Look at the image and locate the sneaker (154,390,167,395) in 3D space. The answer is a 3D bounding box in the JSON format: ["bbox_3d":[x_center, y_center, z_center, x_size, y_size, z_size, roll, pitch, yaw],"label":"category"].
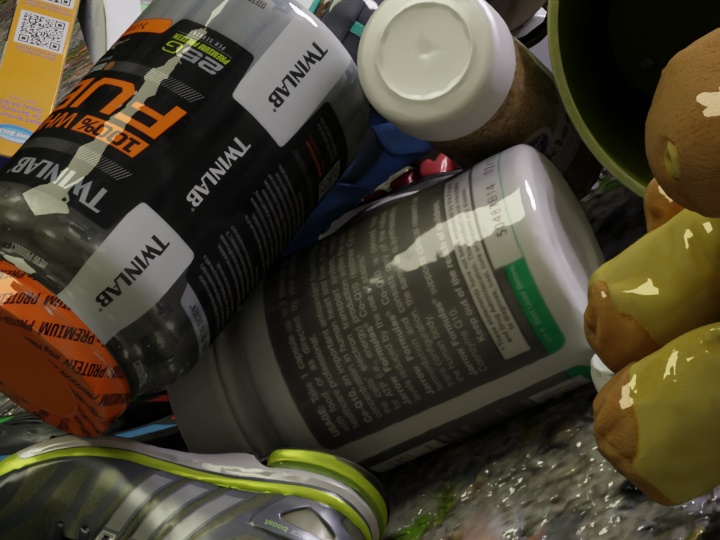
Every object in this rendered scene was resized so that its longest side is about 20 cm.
[{"bbox_3d":[-0.098,0.033,1.012,0.199,0.087,0.080,23,26,12],"label":"sneaker"}]

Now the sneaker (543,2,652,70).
[{"bbox_3d":[0.191,-0.161,1.135,0.199,0.079,0.090,2,37,39],"label":"sneaker"}]

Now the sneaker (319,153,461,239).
[{"bbox_3d":[0.000,0.000,1.039,0.199,0.071,0.098,-23,20,21],"label":"sneaker"}]

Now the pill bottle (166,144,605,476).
[{"bbox_3d":[0.015,0.031,0.883,0.199,0.114,0.113,-25,21,17],"label":"pill bottle"}]

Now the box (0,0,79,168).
[{"bbox_3d":[-0.203,-0.082,1.103,0.119,0.041,0.201,117,165,-46],"label":"box"}]

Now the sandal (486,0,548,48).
[{"bbox_3d":[0.079,-0.145,0.961,0.081,0.054,0.200,-67,-13,16],"label":"sandal"}]

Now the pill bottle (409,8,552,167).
[{"bbox_3d":[0.060,-0.116,1.149,0.119,0.120,0.200,-36,20,-11],"label":"pill bottle"}]

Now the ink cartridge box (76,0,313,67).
[{"bbox_3d":[-0.076,-0.127,1.111,0.160,0.050,0.200,5,25,-19],"label":"ink cartridge box"}]

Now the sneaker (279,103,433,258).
[{"bbox_3d":[-0.035,-0.044,1.007,0.199,0.079,0.066,-17,14,-36],"label":"sneaker"}]

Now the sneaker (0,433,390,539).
[{"bbox_3d":[-0.089,0.122,0.821,0.198,0.074,0.081,-3,35,11],"label":"sneaker"}]

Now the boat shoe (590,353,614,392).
[{"bbox_3d":[0.176,-0.011,0.806,0.199,0.069,0.075,-35,21,-4],"label":"boat shoe"}]

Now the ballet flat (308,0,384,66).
[{"bbox_3d":[0.017,-0.115,1.003,0.073,0.073,0.200,-29,-2,9],"label":"ballet flat"}]

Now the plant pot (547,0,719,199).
[{"bbox_3d":[0.177,-0.125,0.947,0.186,0.188,0.200,-31,6,4],"label":"plant pot"}]

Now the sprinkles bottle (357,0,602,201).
[{"bbox_3d":[0.064,-0.079,0.910,0.068,0.069,0.200,-26,-18,15],"label":"sprinkles bottle"}]

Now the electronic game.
[{"bbox_3d":[-0.163,0.092,1.010,0.198,0.042,0.200,-9,4,1],"label":"electronic game"}]

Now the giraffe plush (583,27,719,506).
[{"bbox_3d":[0.161,-0.022,0.656,0.198,0.163,0.174,-11,50,18],"label":"giraffe plush"}]

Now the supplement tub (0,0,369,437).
[{"bbox_3d":[-0.094,-0.031,0.851,0.122,0.123,0.200,-4,42,52],"label":"supplement tub"}]
